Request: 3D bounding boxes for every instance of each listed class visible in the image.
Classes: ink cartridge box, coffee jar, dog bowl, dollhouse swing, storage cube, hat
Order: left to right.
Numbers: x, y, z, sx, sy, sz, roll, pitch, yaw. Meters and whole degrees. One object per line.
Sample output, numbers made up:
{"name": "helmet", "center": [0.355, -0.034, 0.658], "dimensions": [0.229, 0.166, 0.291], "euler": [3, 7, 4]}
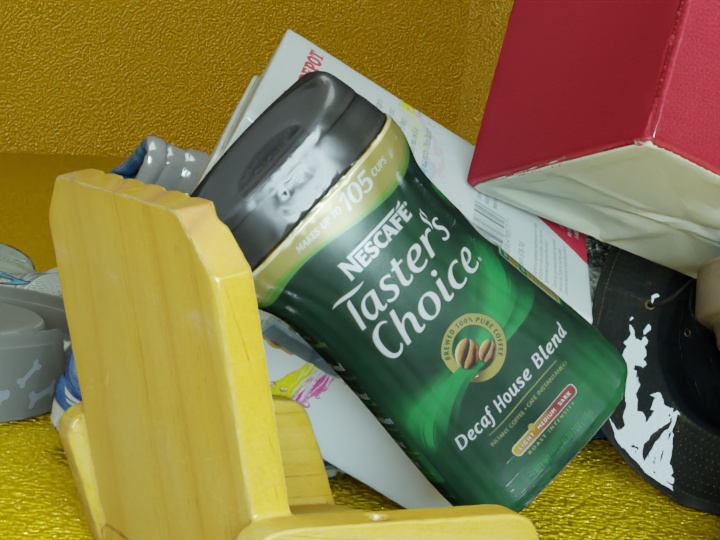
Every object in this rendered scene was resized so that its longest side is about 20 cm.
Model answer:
{"name": "dog bowl", "center": [-0.269, 0.048, 0.986], "dimensions": [0.197, 0.060, 0.200], "euler": [5, 7, -1]}
{"name": "dollhouse swing", "center": [-0.027, 0.055, 0.666], "dimensions": [0.180, 0.178, 0.199], "euler": [1, 8, -31]}
{"name": "ink cartridge box", "center": [0.000, 0.000, 0.831], "dimensions": [0.199, 0.145, 0.146], "euler": [32, 24, -7]}
{"name": "coffee jar", "center": [0.018, 0.011, 0.702], "dimensions": [0.200, 0.104, 0.085], "euler": [44, -2, -12]}
{"name": "storage cube", "center": [0.179, -0.104, 0.769], "dimensions": [0.169, 0.182, 0.200], "euler": [21, -12, -21]}
{"name": "hat", "center": [0.225, 0.037, 0.905], "dimensions": [0.198, 0.203, 0.081], "euler": [9, 3, 26]}

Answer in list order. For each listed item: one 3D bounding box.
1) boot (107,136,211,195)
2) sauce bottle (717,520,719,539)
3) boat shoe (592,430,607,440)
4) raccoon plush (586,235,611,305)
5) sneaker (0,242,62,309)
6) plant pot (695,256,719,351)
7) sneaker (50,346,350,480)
{"name": "boot", "center": [-0.161, -0.022, 1.122], "dimensions": [0.095, 0.200, 0.074], "euler": [23, 41, -26]}
{"name": "sauce bottle", "center": [0.263, 0.134, 0.720], "dimensions": [0.197, 0.066, 0.065], "euler": [8, 8, 8]}
{"name": "boat shoe", "center": [0.155, 0.069, 1.043], "dimensions": [0.198, 0.085, 0.068], "euler": [3, 17, -34]}
{"name": "raccoon plush", "center": [0.186, -0.020, 0.955], "dimensions": [0.096, 0.135, 0.200], "euler": [19, -40, -18]}
{"name": "sneaker", "center": [-0.241, 0.037, 1.118], "dimensions": [0.198, 0.079, 0.086], "euler": [9, 25, 42]}
{"name": "plant pot", "center": [0.251, 0.053, 0.733], "dimensions": [0.198, 0.094, 0.201], "euler": [8, -6, 1]}
{"name": "sneaker", "center": [-0.069, 0.064, 0.888], "dimensions": [0.197, 0.090, 0.079], "euler": [9, 7, -10]}
